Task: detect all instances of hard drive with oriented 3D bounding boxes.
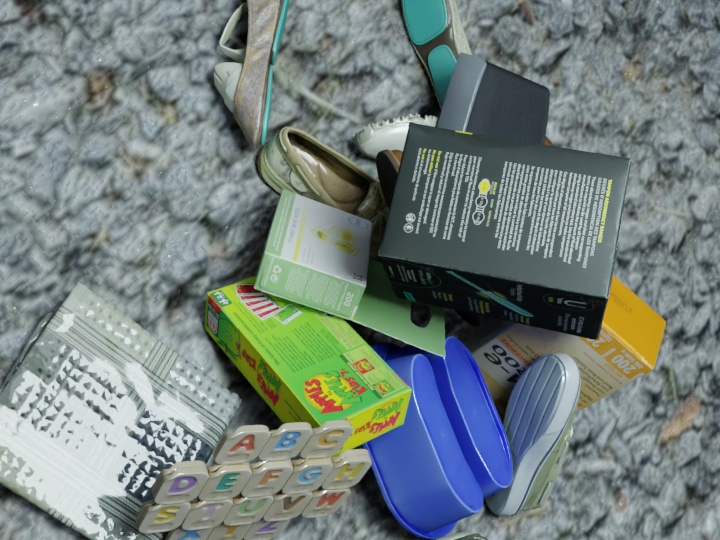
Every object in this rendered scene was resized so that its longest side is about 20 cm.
[{"bbox_3d":[0.141,-0.124,1.251,0.133,0.042,0.204,16,86,-31],"label":"hard drive"}]

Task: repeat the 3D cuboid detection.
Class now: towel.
[{"bbox_3d":[-0.231,0.138,1.028,0.199,0.034,0.194,38,61,-14],"label":"towel"}]

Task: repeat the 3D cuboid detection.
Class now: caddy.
[{"bbox_3d":[0.063,0.164,1.135,0.141,0.104,0.203,-20,87,-53],"label":"caddy"}]

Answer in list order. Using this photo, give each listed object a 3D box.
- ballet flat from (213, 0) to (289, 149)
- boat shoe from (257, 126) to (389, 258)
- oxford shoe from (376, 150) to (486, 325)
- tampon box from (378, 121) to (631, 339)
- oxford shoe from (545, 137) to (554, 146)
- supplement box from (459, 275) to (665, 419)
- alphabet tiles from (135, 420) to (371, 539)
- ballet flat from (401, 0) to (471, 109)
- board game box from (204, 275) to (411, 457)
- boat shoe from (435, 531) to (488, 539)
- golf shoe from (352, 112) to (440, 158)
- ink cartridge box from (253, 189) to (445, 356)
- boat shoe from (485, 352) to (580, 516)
[{"bbox_3d":[-0.120,-0.218,1.208,0.066,0.068,0.203,9,61,-5],"label":"ballet flat"},{"bbox_3d":[-0.016,-0.079,1.205,0.198,0.063,0.074,30,59,-17],"label":"boat shoe"},{"bbox_3d":[0.087,-0.045,1.171,0.071,0.071,0.201,-35,93,-17],"label":"oxford shoe"},{"bbox_3d":[0.132,-0.033,1.023,0.196,0.150,0.128,11,76,11],"label":"tampon box"},{"bbox_3d":[0.205,-0.074,1.326,0.071,0.071,0.203,26,61,-28],"label":"oxford shoe"},{"bbox_3d":[0.199,0.081,1.180,0.125,0.200,0.074,38,48,-9],"label":"supplement box"},{"bbox_3d":[-0.090,0.192,0.985,0.197,0.197,0.015,2,49,-31],"label":"alphabet tiles"},{"bbox_3d":[0.099,-0.267,1.353,0.062,0.067,0.204,-1,74,-58],"label":"ballet flat"},{"bbox_3d":[-0.053,0.082,1.072,0.100,0.048,0.200,-20,48,-32],"label":"board game box"},{"bbox_3d":[0.047,0.305,1.080,0.199,0.060,0.073,-18,96,-21],"label":"boat shoe"},{"bbox_3d":[0.084,-0.115,1.271,0.197,0.078,0.099,6,75,-26],"label":"golf shoe"},{"bbox_3d":[0.000,0.000,1.130,0.197,0.049,0.146,19,27,-6],"label":"ink cartridge box"},{"bbox_3d":[0.184,0.166,1.163,0.061,0.202,0.072,1,36,-27],"label":"boat shoe"}]
